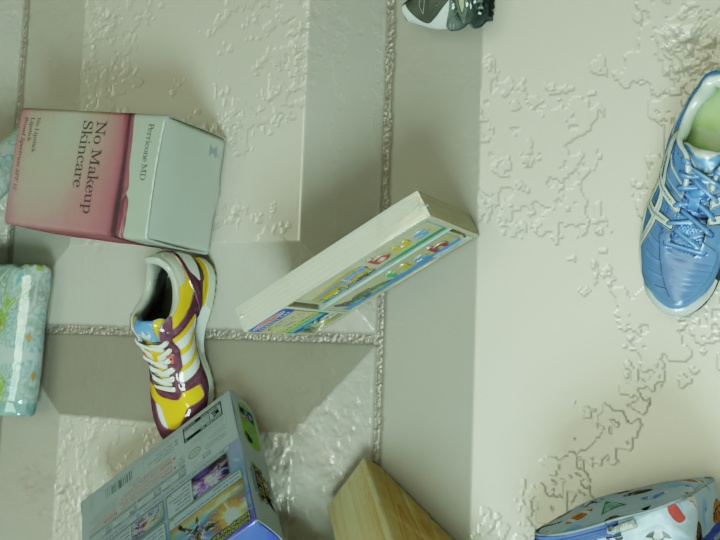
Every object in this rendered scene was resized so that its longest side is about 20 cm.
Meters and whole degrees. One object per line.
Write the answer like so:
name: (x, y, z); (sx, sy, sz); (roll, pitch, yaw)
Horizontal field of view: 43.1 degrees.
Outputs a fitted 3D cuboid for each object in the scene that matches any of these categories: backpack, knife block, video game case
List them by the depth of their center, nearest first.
backpack: (0.202, 0.241, 0.668); (0.190, 0.199, 0.155); (-32, 66, 27)
knife block: (0.025, 0.252, 0.753); (0.200, 0.175, 0.064); (42, 101, 24)
video game case: (-0.173, 0.234, 0.852); (0.199, 0.045, 0.182); (-37, 32, 7)

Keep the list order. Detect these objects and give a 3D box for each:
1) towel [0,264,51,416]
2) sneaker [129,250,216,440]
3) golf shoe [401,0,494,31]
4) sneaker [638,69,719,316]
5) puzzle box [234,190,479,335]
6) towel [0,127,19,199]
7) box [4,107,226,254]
towel: (-0.450, 0.077, 1.066); (0.198, 0.048, 0.173); (2, 86, 26)
sneaker: (-0.199, 0.081, 0.926); (0.074, 0.090, 0.202); (-3, 84, 25)
golf shoe: (0.077, -0.323, 0.841); (0.094, 0.078, 0.202); (2, 85, 26)
sneaker: (0.263, -0.064, 0.724); (0.075, 0.077, 0.202); (11, 91, 25)
puzzle box: (0.000, 0.000, 0.815); (0.199, 0.133, 0.026); (-32, 72, 20)
towel: (-0.441, -0.066, 1.016); (0.199, 0.172, 0.048); (-35, 114, 31)
box: (-0.259, -0.095, 0.964); (0.198, 0.109, 0.129); (7, 87, 27)
